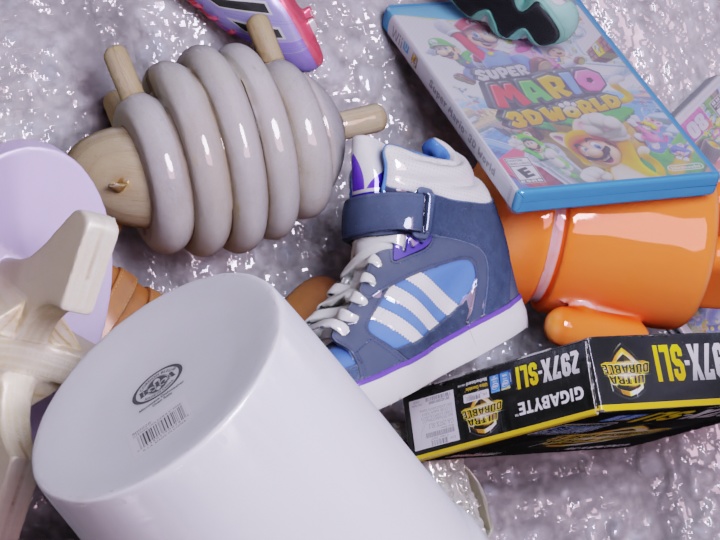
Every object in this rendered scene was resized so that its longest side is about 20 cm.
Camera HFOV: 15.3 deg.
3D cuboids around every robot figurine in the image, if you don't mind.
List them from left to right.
[{"bbox_3d":[0.149,-0.025,1.679,0.199,0.117,0.145,8,98,-9],"label":"robot figurine"}]

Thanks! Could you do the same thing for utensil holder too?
[{"bbox_3d":[-0.052,0.125,1.393,0.170,0.170,0.200,-50,121,-21],"label":"utensil holder"}]

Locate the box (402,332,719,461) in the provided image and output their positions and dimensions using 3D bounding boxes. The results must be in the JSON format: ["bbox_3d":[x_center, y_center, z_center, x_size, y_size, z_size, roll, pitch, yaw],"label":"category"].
[{"bbox_3d":[0.151,0.076,1.624,0.199,0.159,0.050,0,75,-43],"label":"box"}]

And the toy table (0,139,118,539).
[{"bbox_3d":[-0.186,0.040,1.457,0.183,0.117,0.201,0,107,-27],"label":"toy table"}]

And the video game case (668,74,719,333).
[{"bbox_3d":[0.251,-0.010,1.789,0.143,0.018,0.200,-43,102,-23],"label":"video game case"}]

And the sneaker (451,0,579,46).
[{"bbox_3d":[0.083,-0.245,1.693,0.200,0.078,0.140,40,63,1],"label":"sneaker"}]

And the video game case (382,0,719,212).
[{"bbox_3d":[0.116,-0.107,1.663,0.142,0.200,0.018,-6,131,-25],"label":"video game case"}]

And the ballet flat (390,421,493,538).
[{"bbox_3d":[0.068,0.182,1.657,0.071,0.072,0.201,-21,93,-25],"label":"ballet flat"}]

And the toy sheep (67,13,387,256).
[{"bbox_3d":[-0.079,-0.075,1.584,0.199,0.138,0.139,-16,90,-13],"label":"toy sheep"}]

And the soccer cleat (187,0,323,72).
[{"bbox_3d":[-0.100,-0.192,1.632,0.076,0.067,0.200,-37,107,6],"label":"soccer cleat"}]

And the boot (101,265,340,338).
[{"bbox_3d":[-0.109,0.038,1.588,0.155,0.074,0.200,44,66,-9],"label":"boot"}]

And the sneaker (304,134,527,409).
[{"bbox_3d":[0.000,0.000,1.560,0.199,0.080,0.147,-25,95,-33],"label":"sneaker"}]
